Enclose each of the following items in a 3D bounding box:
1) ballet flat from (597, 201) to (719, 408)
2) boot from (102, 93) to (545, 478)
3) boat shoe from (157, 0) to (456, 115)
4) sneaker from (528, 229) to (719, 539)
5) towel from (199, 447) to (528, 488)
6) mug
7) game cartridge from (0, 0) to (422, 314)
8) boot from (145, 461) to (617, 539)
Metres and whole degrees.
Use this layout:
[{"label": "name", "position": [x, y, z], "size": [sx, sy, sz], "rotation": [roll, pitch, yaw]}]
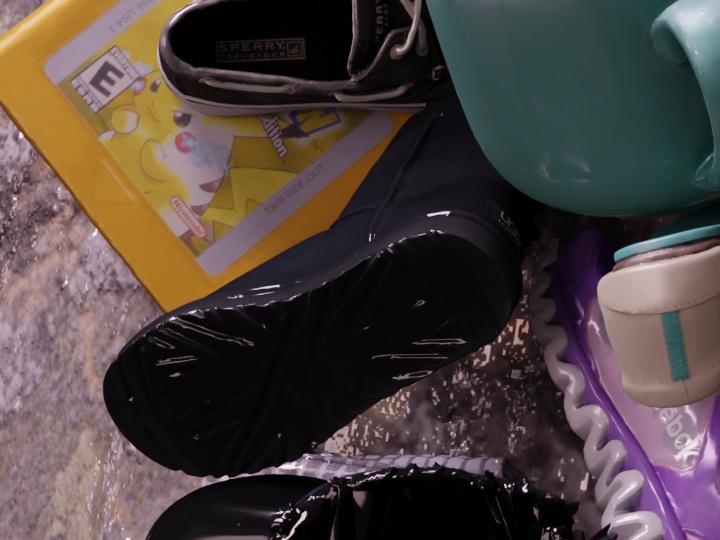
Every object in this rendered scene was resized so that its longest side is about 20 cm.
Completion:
[{"label": "ballet flat", "position": [0.132, 0.011, 0.680], "size": [0.069, 0.200, 0.070], "rotation": [4, 100, 22]}, {"label": "boot", "position": [0.000, 0.000, 0.791], "size": [0.199, 0.168, 0.077], "rotation": [-26, 105, 27]}, {"label": "boat shoe", "position": [0.007, -0.106, 0.830], "size": [0.064, 0.198, 0.071], "rotation": [136, 125, -84]}, {"label": "sneaker", "position": [0.131, 0.058, 0.736], "size": [0.088, 0.081, 0.201], "rotation": [-29, 48, 14]}, {"label": "towel", "position": [-0.008, 0.180, 0.838], "size": [0.165, 0.085, 0.202], "rotation": [-1, 79, 45]}, {"label": "mug", "position": [0.103, -0.082, 0.685], "size": [0.151, 0.115, 0.185], "rotation": [-6, 32, 28]}, {"label": "game cartridge", "position": [-0.054, -0.091, 0.870], "size": [0.200, 0.032, 0.177], "rotation": [-39, 89, -4]}, {"label": "boot", "position": [-0.003, 0.111, 0.695], "size": [0.197, 0.163, 0.074], "rotation": [7, 77, 9]}]
